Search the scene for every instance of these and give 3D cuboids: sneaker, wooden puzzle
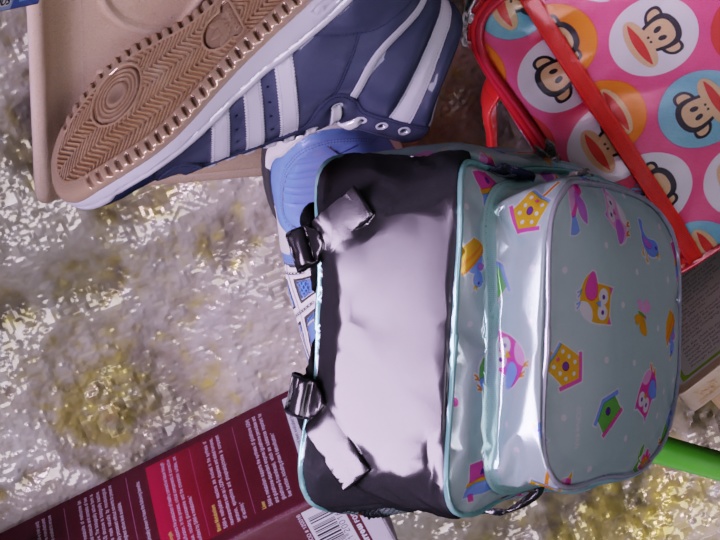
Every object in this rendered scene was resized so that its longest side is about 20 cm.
[{"bbox_3d":[0.000,0.000,1.457,0.075,0.077,0.201,-16,132,-1],"label":"sneaker"},{"bbox_3d":[-0.062,-0.119,1.400,0.199,0.046,0.186,-9,139,-12],"label":"wooden puzzle"},{"bbox_3d":[-0.042,-0.078,1.363,0.200,0.070,0.108,-39,135,17],"label":"sneaker"}]

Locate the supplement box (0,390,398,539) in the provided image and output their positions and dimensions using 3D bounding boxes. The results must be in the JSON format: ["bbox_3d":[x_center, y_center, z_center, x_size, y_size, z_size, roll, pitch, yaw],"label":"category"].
[{"bbox_3d":[-0.086,0.143,1.516,0.199,0.109,0.061,-26,120,3],"label":"supplement box"}]

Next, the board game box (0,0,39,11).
[{"bbox_3d":[-0.244,-0.167,1.254,0.200,0.135,0.035,32,114,19],"label":"board game box"}]

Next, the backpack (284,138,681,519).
[{"bbox_3d":[0.069,0.027,1.384,0.153,0.200,0.177,0,91,23],"label":"backpack"}]

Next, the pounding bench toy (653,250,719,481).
[{"bbox_3d":[0.212,0.066,1.529,0.200,0.124,0.156,-39,118,10],"label":"pounding bench toy"}]

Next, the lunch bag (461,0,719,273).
[{"bbox_3d":[0.138,-0.099,1.458,0.176,0.082,0.200,-31,120,11],"label":"lunch bag"}]
